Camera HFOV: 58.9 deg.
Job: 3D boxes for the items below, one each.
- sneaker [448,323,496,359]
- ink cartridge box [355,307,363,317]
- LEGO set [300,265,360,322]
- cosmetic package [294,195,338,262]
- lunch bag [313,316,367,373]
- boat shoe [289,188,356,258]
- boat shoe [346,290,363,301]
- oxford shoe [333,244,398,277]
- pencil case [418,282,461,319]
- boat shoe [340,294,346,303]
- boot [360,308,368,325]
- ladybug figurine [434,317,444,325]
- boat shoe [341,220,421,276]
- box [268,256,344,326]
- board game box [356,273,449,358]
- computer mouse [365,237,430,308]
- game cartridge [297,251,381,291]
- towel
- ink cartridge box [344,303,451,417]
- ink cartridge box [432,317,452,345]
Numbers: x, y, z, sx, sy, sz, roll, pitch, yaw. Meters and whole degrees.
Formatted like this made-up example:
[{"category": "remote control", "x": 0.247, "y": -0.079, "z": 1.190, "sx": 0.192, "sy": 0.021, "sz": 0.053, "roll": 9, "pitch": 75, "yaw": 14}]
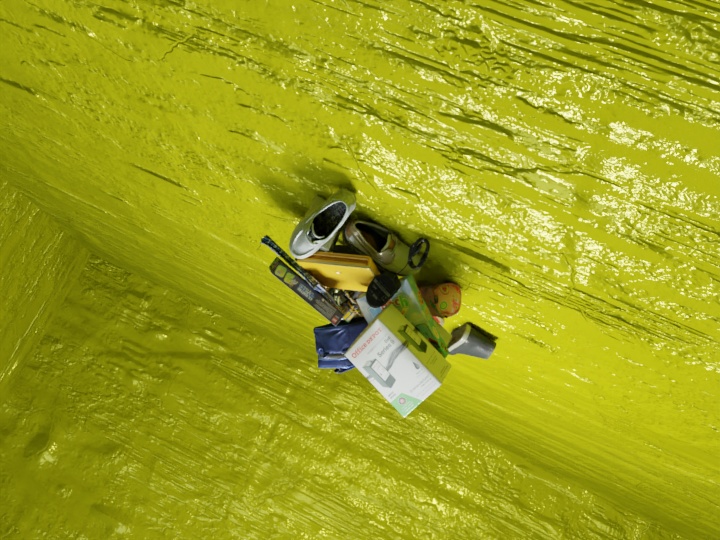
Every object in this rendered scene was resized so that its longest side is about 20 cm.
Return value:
[{"category": "sneaker", "x": 0.304, "y": 0.220, "z": 1.803, "sx": 0.104, "sy": 0.076, "sz": 0.200, "roll": 29, "pitch": 162, "yaw": -2}, {"category": "ink cartridge box", "x": -0.037, "y": 0.100, "z": 1.951, "sx": 0.144, "sy": 0.086, "sz": 0.199, "roll": 31, "pitch": 162, "yaw": -17}, {"category": "LEGO set", "x": -0.054, "y": 0.023, "z": 1.668, "sx": 0.200, "sy": 0.116, "sz": 0.154, "roll": 45, "pitch": -175, "yaw": -4}, {"category": "cosmetic package", "x": -0.097, "y": -0.080, "z": 1.493, "sx": 0.083, "sy": 0.110, "sz": 0.200, "roll": 26, "pitch": 164, "yaw": -1}, {"category": "lunch bag", "x": -0.037, "y": 0.211, "z": 1.781, "sx": 0.134, "sy": 0.136, "sz": 0.197, "roll": -8, "pitch": -178, "yaw": 43}, {"category": "boat shoe", "x": -0.088, "y": -0.091, "z": 1.329, "sx": 0.070, "sy": 0.072, "sz": 0.200, "roll": 44, "pitch": 117, "yaw": -7}, {"category": "boat shoe", "x": -0.001, "y": 0.048, "z": 1.769, "sx": 0.197, "sy": 0.074, "sz": 0.072, "roll": 29, "pitch": 163, "yaw": -7}, {"category": "oxford shoe", "x": 0.000, "y": 0.000, "z": 1.644, "sx": 0.197, "sy": 0.073, "sz": 0.071, "roll": 29, "pitch": 168, "yaw": -12}, {"category": "pencil case", "x": 0.173, "y": 0.079, "z": 1.584, "sx": 0.086, "sy": 0.089, "sz": 0.199, "roll": 32, "pitch": 163, "yaw": -18}, {"category": "boat shoe", "x": -0.093, "y": 0.063, "z": 1.805, "sx": 0.066, "sy": 0.074, "sz": 0.201, "roll": -13, "pitch": -122, "yaw": -50}, {"category": "boot", "x": 0.037, "y": 0.134, "z": 1.667, "sx": 0.074, "sy": 0.160, "sz": 0.201, "roll": 3, "pitch": -161, "yaw": 3}, {"category": "ladybug figurine", "x": 0.146, "y": 0.116, "z": 1.749, "sx": 0.198, "sy": 0.073, "sz": 0.135, "roll": 36, "pitch": 161, "yaw": -26}, {"category": "boat shoe", "x": 0.054, "y": -0.048, "z": 1.412, "sx": 0.196, "sy": 0.076, "sz": 0.068, "roll": 24, "pitch": 159, "yaw": -11}, {"category": "box", "x": -0.130, "y": 0.048, "z": 1.512, "sx": 0.199, "sy": 0.035, "sz": 0.110, "roll": 41, "pitch": 178, "yaw": -13}, {"category": "board game box", "x": 0.096, "y": 0.126, "z": 1.463, "sx": 0.149, "sy": 0.037, "sz": 0.204, "roll": -22, "pitch": 99, "yaw": 33}, {"category": "computer mouse", "x": 0.083, "y": 0.005, "z": 1.392, "sx": 0.059, "sy": 0.200, "sz": 0.034, "roll": 47, "pitch": -159, "yaw": 8}, {"category": "game cartridge", "x": -0.035, "y": 0.005, "z": 1.473, "sx": 0.171, "sy": 0.033, "sz": 0.200, "roll": 6, "pitch": 165, "yaw": 16}, {"category": "towel", "x": -0.148, "y": 0.000, "z": 1.527, "sx": 0.199, "sy": 0.024, "sz": 0.145, "roll": 42, "pitch": 177, "yaw": 23}, {"category": "ink cartridge box", "x": 0.082, "y": 0.201, "z": 1.429, "sx": 0.200, "sy": 0.084, "sz": 0.146, "roll": 44, "pitch": 123, "yaw": 4}, {"category": "ink cartridge box", "x": 0.106, "y": 0.190, "z": 1.559, "sx": 0.145, "sy": 0.084, "sz": 0.201, "roll": 41, "pitch": 125, "yaw": 5}]
